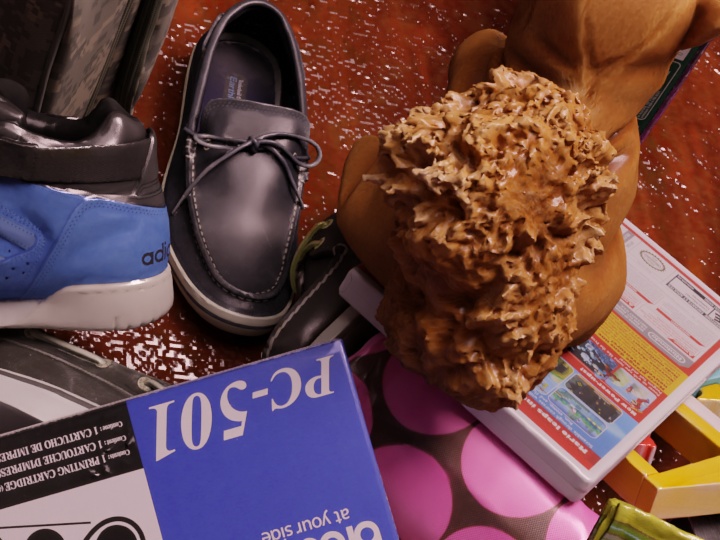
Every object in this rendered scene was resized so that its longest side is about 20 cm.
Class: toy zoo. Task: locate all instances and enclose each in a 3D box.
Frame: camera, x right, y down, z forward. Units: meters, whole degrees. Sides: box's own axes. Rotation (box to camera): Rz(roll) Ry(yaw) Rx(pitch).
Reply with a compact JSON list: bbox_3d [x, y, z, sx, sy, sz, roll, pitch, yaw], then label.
[{"bbox_3d":[0.145,0.062,0.870,0.131,0.021,0.200,-9,36,-35],"label":"toy zoo"}]

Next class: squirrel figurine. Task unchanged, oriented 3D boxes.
[{"bbox_3d":[0.077,-0.050,0.733,0.141,0.187,0.200,29,34,-3],"label":"squirrel figurine"}]

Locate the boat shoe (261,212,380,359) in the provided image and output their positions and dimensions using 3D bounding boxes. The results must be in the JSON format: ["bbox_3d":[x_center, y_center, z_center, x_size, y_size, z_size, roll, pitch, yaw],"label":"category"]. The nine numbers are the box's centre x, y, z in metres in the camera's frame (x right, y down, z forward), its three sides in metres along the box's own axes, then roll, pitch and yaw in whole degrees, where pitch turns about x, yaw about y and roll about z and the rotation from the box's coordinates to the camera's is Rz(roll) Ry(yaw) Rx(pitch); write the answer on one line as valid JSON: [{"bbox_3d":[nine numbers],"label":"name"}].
[{"bbox_3d":[0.000,0.000,0.873,0.060,0.072,0.201,35,37,10],"label":"boat shoe"}]

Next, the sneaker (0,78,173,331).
[{"bbox_3d":[-0.183,-0.029,0.763,0.198,0.112,0.077,-3,18,-6],"label":"sneaker"}]

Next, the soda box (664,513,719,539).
[{"bbox_3d":[0.190,0.193,0.818,0.070,0.063,0.201,0,55,-24],"label":"soda box"}]

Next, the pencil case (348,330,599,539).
[{"bbox_3d":[0.061,0.118,0.797,0.091,0.094,0.200,-44,76,5],"label":"pencil case"}]

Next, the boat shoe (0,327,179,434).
[{"bbox_3d":[-0.082,0.079,0.778,0.199,0.071,0.064,26,48,-1],"label":"boat shoe"}]

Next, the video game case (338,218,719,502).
[{"bbox_3d":[0.096,0.019,0.843,0.143,0.017,0.200,42,35,14],"label":"video game case"}]

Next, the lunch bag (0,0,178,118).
[{"bbox_3d":[-0.149,-0.158,0.845,0.139,0.200,0.168,36,50,6],"label":"lunch bag"}]

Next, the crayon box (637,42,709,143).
[{"bbox_3d":[0.145,-0.155,0.973,0.058,0.200,0.173,18,49,-10],"label":"crayon box"}]

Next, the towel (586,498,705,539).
[{"bbox_3d":[0.097,0.201,0.719,0.086,0.018,0.201,26,89,-1],"label":"towel"}]

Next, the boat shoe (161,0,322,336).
[{"bbox_3d":[-0.061,-0.058,0.900,0.074,0.062,0.201,13,52,-17],"label":"boat shoe"}]

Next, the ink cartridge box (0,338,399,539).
[{"bbox_3d":[-0.090,0.100,0.706,0.199,0.044,0.095,-16,83,-6],"label":"ink cartridge box"}]
